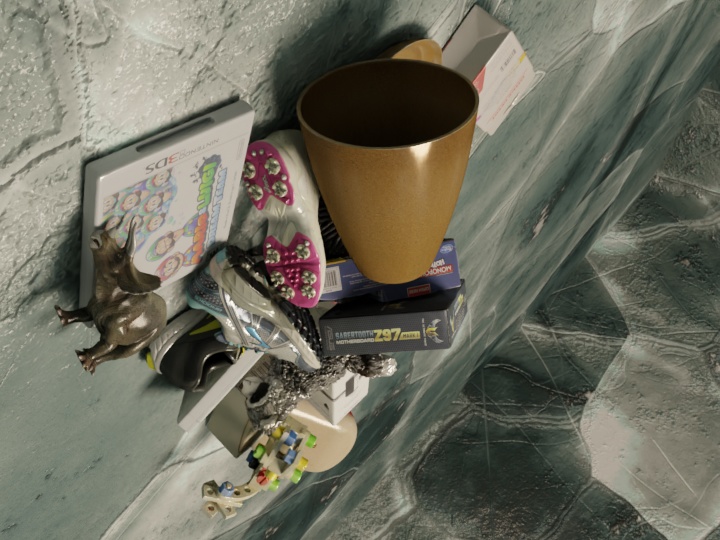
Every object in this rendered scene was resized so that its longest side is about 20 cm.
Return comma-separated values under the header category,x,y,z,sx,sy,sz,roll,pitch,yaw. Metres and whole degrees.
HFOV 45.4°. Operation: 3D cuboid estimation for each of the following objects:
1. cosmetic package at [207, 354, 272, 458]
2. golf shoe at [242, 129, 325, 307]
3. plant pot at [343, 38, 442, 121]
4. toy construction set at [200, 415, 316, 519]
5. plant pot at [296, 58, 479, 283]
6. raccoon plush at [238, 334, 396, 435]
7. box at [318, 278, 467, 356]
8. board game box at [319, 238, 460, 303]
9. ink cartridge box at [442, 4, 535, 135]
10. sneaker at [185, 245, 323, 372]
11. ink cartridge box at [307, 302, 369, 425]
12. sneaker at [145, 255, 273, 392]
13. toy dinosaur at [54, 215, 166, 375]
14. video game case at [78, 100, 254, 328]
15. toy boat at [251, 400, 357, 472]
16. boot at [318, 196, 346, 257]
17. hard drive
category,x,y,z,sx,sy,sz,roll,pitch,yaw
cosmetic package,-0.153,0.185,1.248,0.103,0.073,0.201,-39,167,-31
golf shoe,-0.066,-0.058,0.936,0.092,0.074,0.203,-50,138,-49
plant pot,0.026,-0.198,1.046,0.200,0.027,0.201,-45,161,-20
toy construction set,-0.137,0.281,1.222,0.199,0.092,0.132,-40,-165,23
plant pot,0.033,-0.092,0.920,0.186,0.185,0.203,-37,138,-34
raccoon plush,-0.056,0.156,1.108,0.097,0.196,0.136,103,-1,-78
box,0.048,0.056,1.076,0.200,0.155,0.052,-37,122,-73
board game box,0.000,0.000,1.106,0.196,0.063,0.200,-11,-173,-14
ink cartridge box,0.170,-0.268,1.186,0.117,0.067,0.200,-53,160,9
sneaker,-0.118,0.055,0.979,0.086,0.078,0.200,-32,126,15
ink cartridge box,-0.061,0.124,1.275,0.084,0.144,0.201,-41,160,-22
sneaker,-0.159,0.067,1.030,0.200,0.084,0.075,-44,161,-18
toy dinosaur,-0.217,0.048,0.801,0.101,0.077,0.201,-29,152,-13
video game case,-0.187,-0.053,0.827,0.181,0.024,0.202,-34,156,-40
toy boat,-0.103,0.256,1.479,0.198,0.131,0.131,26,109,-27
boot,0.005,-0.074,1.094,0.208,0.080,0.158,-25,178,-4
hard drive,-0.154,0.106,1.097,0.200,0.027,0.132,-48,-168,4
